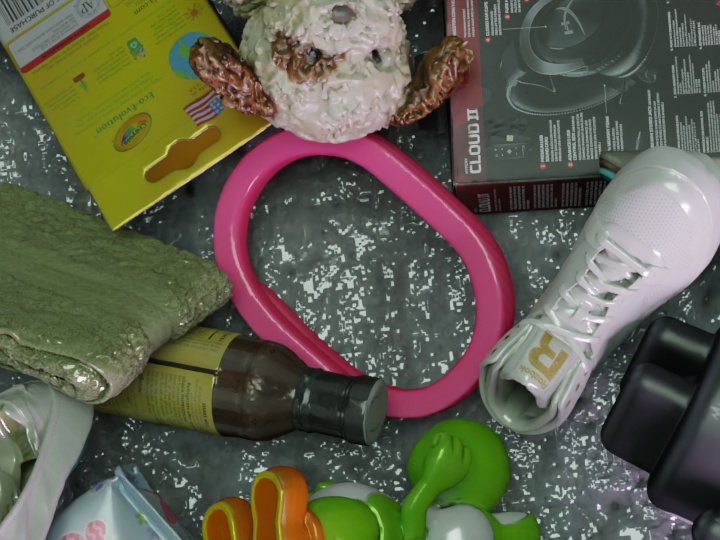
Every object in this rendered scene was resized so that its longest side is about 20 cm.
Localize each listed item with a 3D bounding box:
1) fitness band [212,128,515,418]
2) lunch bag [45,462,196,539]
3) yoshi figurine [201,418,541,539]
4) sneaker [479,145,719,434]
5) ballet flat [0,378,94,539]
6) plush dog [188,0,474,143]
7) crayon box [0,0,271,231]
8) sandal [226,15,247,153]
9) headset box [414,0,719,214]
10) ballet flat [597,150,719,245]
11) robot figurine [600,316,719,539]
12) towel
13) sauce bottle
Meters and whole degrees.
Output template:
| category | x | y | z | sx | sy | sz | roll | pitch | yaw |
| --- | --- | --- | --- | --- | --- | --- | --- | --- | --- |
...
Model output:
| category | x | y | z | sx | sy | sz | roll | pitch | yaw |
| --- | --- | --- | --- | --- | --- | --- | --- | --- | --- |
| fitness band | 0.000 | 0.000 | 1.278 | 0.200 | 0.037 | 0.144 | 42 | 107 | 12 |
| lunch bag | -0.136 | 0.237 | 1.219 | 0.169 | 0.127 | 0.200 | -38 | 89 | -4 |
| yoshi figurine | 0.014 | 0.131 | 1.218 | 0.112 | 0.200 | 0.112 | 42 | 121 | 49 |
| sneaker | 0.132 | 0.023 | 1.189 | 0.074 | 0.200 | 0.116 | 35 | 54 | 6 |
| ballet flat | -0.198 | 0.112 | 1.180 | 0.069 | 0.070 | 0.200 | 6 | 43 | 6 |
| plush dog | -0.025 | -0.159 | 1.245 | 0.199 | 0.160 | 0.172 | -1 | 78 | -15 |
| crayon box | -0.141 | -0.125 | 1.316 | 0.127 | 0.051 | 0.200 | -33 | 65 | 4 |
| sandal | -0.041 | -0.156 | 1.347 | 0.200 | 0.043 | 0.076 | -44 | 69 | 1 |
| headset box | 0.133 | -0.117 | 1.300 | 0.199 | 0.077 | 0.149 | -4 | 76 | 5 |
| ballet flat | 0.229 | -0.030 | 1.232 | 0.200 | 0.067 | 0.064 | 34 | 91 | -13 |
| robot figurine | 0.243 | 0.102 | 1.211 | 0.200 | 0.125 | 0.151 | 25 | 85 | 6 |
| towel | -0.190 | 0.010 | 1.264 | 0.200 | 0.037 | 0.148 | 18 | 35 | 25 |
| sauce bottle | -0.083 | 0.068 | 1.265 | 0.199 | 0.065 | 0.065 | 11 | 78 | 20 |
